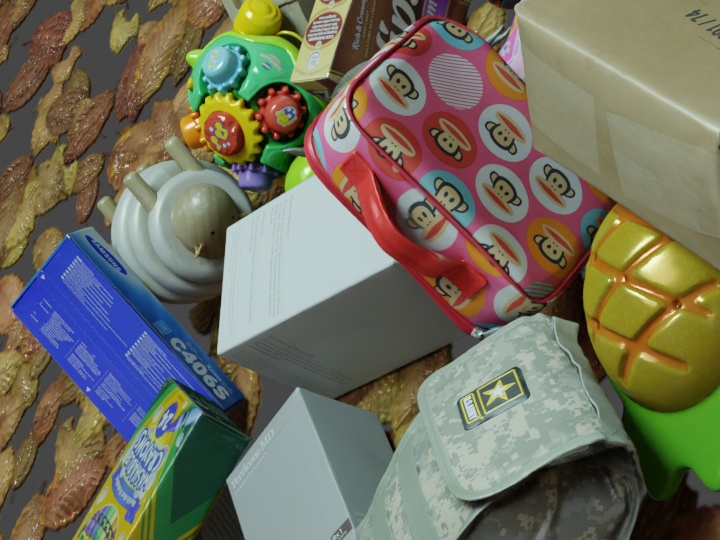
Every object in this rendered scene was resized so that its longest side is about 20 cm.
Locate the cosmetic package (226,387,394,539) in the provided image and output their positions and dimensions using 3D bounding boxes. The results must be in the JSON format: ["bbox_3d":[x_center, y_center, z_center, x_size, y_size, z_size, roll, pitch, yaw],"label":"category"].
[{"bbox_3d":[-0.016,0.192,1.219,0.107,0.090,0.201,-53,39,21],"label":"cosmetic package"}]

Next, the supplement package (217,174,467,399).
[{"bbox_3d":[0.000,0.000,1.287,0.199,0.117,0.118,-27,48,41],"label":"supplement package"}]

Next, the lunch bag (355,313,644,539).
[{"bbox_3d":[0.085,0.136,1.045,0.202,0.116,0.164,-63,17,18],"label":"lunch bag"}]

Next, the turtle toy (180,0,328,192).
[{"bbox_3d":[-0.071,-0.120,1.430,0.101,0.199,0.146,-43,-15,-45],"label":"turtle toy"}]

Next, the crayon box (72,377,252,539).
[{"bbox_3d":[-0.168,0.192,1.337,0.201,0.051,0.126,-60,20,-2],"label":"crayon box"}]

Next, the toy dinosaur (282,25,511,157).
[{"bbox_3d":[0.024,-0.124,1.320,0.077,0.198,0.104,-165,66,-70],"label":"toy dinosaur"}]

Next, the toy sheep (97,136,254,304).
[{"bbox_3d":[-0.157,-0.035,1.500,0.200,0.136,0.140,157,131,-68],"label":"toy sheep"}]

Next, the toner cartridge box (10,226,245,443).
[{"bbox_3d":[-0.198,0.069,1.456,0.200,0.043,0.095,48,114,8],"label":"toner cartridge box"}]

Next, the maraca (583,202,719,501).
[{"bbox_3d":[0.192,0.035,1.032,0.137,0.106,0.203,-20,65,51],"label":"maraca"}]

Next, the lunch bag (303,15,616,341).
[{"bbox_3d":[0.064,-0.056,1.134,0.082,0.200,0.176,-42,2,45],"label":"lunch bag"}]

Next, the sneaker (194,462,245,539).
[{"bbox_3d":[-0.136,0.257,1.354,0.114,0.072,0.202,-37,33,38],"label":"sneaker"}]

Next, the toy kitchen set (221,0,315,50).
[{"bbox_3d":[-0.053,-0.249,1.548,0.162,0.182,0.200,-14,19,44],"label":"toy kitchen set"}]

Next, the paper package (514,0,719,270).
[{"bbox_3d":[0.218,-0.113,1.001,0.189,0.104,0.200,-29,39,-19],"label":"paper package"}]

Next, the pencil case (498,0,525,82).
[{"bbox_3d":[0.149,-0.181,1.239,0.087,0.087,0.202,6,74,53],"label":"pencil case"}]

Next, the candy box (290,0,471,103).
[{"bbox_3d":[0.028,-0.220,1.385,0.056,0.116,0.202,0,69,51],"label":"candy box"}]

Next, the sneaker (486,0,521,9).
[{"bbox_3d":[0.137,-0.305,1.337,0.201,0.075,0.078,-57,33,8],"label":"sneaker"}]
